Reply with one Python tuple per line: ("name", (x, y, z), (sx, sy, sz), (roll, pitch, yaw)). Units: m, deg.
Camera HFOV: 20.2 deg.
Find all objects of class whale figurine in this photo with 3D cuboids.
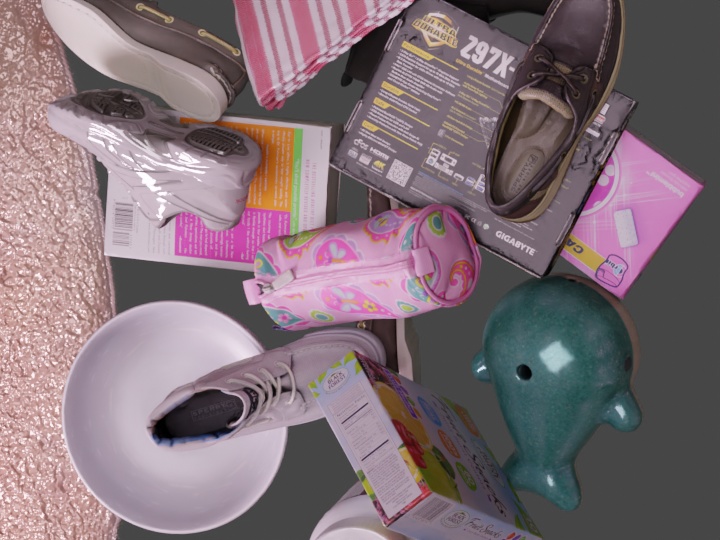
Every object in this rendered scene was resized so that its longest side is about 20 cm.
("whale figurine", (0.152, 0.104, 1.658), (0.159, 0.104, 0.201), (20, 113, 28))

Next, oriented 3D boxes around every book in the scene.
("book", (-0.119, -0.068, 1.734), (0.199, 0.048, 0.134), (7, 99, 13))

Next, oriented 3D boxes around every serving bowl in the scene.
("serving bowl", (-0.153, 0.122, 1.749), (0.199, 0.066, 0.201), (1, 95, 9))

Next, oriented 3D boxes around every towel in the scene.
("towel", (-0.024, -0.237, 1.645), (0.200, 0.030, 0.147), (-34, 53, 29))

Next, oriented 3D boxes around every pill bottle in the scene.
("pill bottle", (0.017, 0.230, 1.657), (0.109, 0.200, 0.110), (1, 97, 12))

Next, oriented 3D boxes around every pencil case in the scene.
("pencil case", (0.000, 0.000, 1.615), (0.199, 0.087, 0.088), (-9, 95, 43))

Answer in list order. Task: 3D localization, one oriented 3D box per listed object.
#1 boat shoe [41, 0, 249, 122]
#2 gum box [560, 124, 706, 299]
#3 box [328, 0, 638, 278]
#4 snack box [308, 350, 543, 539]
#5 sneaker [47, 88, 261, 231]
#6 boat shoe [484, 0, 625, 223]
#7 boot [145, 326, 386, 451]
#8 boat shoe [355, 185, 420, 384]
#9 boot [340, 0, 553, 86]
("boat shoe", (-0.182, -0.196, 1.724), (0.201, 0.072, 0.060), (30, 59, 20))
("gum box", (0.169, -0.083, 1.656), (0.200, 0.066, 0.114), (37, 101, 6))
("box", (0.097, -0.109, 1.609), (0.199, 0.049, 0.160), (28, 97, 8))
("snack box", (0.054, 0.154, 1.619), (0.053, 0.200, 0.143), (-38, 57, 14))
("sneaker", (-0.181, -0.086, 1.693), (0.199, 0.078, 0.100), (23, 120, 21))
("boat shoe", (0.148, -0.130, 1.540), (0.073, 0.065, 0.201), (20, 97, 10))
("boot", (-0.077, 0.104, 1.653), (0.199, 0.096, 0.074), (-22, 93, 10))
("boat shoe", (0.015, 0.022, 1.702), (0.059, 0.072, 0.201), (-2, 102, 9))
("boot", (0.085, -0.196, 1.667), (0.199, 0.077, 0.139), (18, 105, 22))
